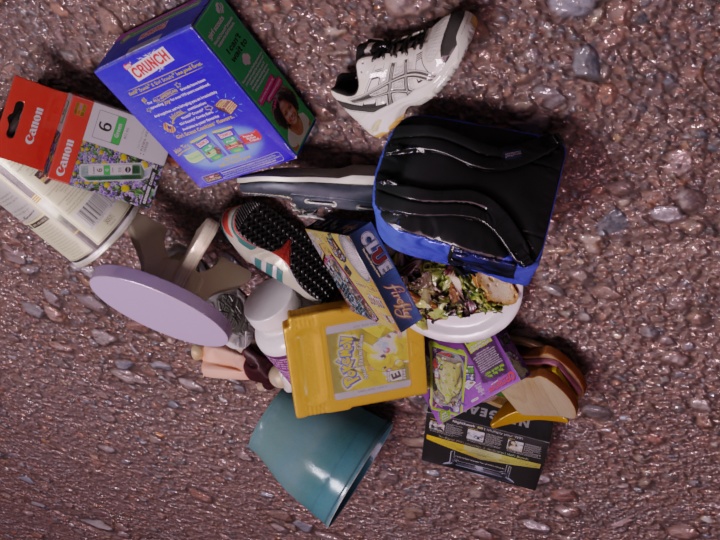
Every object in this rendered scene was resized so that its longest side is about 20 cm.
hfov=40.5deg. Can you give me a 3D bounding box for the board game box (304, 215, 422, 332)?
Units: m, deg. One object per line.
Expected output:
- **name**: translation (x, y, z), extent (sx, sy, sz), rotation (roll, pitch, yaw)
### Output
- **board game box**: translation (0.000, 0.000, 1.235), extent (0.136, 0.034, 0.200), rotation (61, 167, -14)

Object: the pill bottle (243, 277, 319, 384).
- **pill bottle**: translation (-0.088, 0.104, 1.456), extent (0.112, 0.113, 0.200), rotation (-6, 137, 30)

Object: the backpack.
- **backpack**: translation (0.113, -0.073, 1.112), extent (0.199, 0.163, 0.168), rotation (14, 162, 5)

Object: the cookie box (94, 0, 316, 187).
- **cookie box**: translation (-0.180, -0.207, 1.153), extent (0.170, 0.076, 0.200), rotation (-12, 133, 36)

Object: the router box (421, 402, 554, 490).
- **router box**: translation (0.202, 0.273, 1.579), extent (0.199, 0.052, 0.158), rotation (13, 141, 10)

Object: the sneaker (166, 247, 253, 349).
- **sneaker**: translation (-0.249, 0.048, 1.509), extent (0.200, 0.078, 0.099), rotation (48, 142, -18)

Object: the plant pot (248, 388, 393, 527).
- **plant pot**: translation (-0.076, 0.289, 1.626), extent (0.187, 0.200, 0.200), rotation (32, 144, 9)

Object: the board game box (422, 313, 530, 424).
- **board game box**: translation (0.148, 0.136, 1.406), extent (0.200, 0.032, 0.121), rotation (-39, 71, 49)

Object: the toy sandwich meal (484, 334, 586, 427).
- **toy sandwich meal**: translation (0.230, 0.170, 1.427), extent (0.204, 0.071, 0.206), rotation (13, 142, 10)

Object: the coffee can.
- **coffee can**: translation (-0.409, -0.122, 1.304), extent (0.146, 0.147, 0.200), rotation (-20, 127, 40)

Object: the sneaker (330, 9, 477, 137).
- **sneaker**: translation (0.039, -0.218, 1.040), extent (0.087, 0.076, 0.200), rotation (36, 138, -16)

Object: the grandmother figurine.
- **grandmother figurine**: translation (-0.178, 0.160, 1.595), extent (0.199, 0.061, 0.121), rotation (8, 151, 33)

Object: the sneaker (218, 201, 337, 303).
- **sneaker**: translation (-0.116, -0.026, 1.366), extent (0.200, 0.071, 0.093), rotation (40, 160, -30)

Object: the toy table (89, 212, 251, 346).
- **toy table**: translation (-0.252, 0.009, 1.331), extent (0.200, 0.118, 0.183), rotation (35, 147, -27)

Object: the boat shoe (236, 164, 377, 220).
- **boat shoe**: translation (-0.053, -0.096, 1.207), extent (0.198, 0.075, 0.062), rotation (-1, 109, -1)

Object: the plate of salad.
- **plate of salad**: translation (0.114, 0.022, 1.291), extent (0.199, 0.048, 0.201), rotation (9, 127, 12)

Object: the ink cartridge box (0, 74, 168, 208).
- **ink cartridge box**: translation (-0.342, -0.158, 1.213), extent (0.199, 0.110, 0.050), rotation (17, -174, -27)

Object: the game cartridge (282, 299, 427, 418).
- **game cartridge**: translation (-0.006, 0.120, 1.396), extent (0.199, 0.032, 0.177), rotation (-11, 121, -8)
